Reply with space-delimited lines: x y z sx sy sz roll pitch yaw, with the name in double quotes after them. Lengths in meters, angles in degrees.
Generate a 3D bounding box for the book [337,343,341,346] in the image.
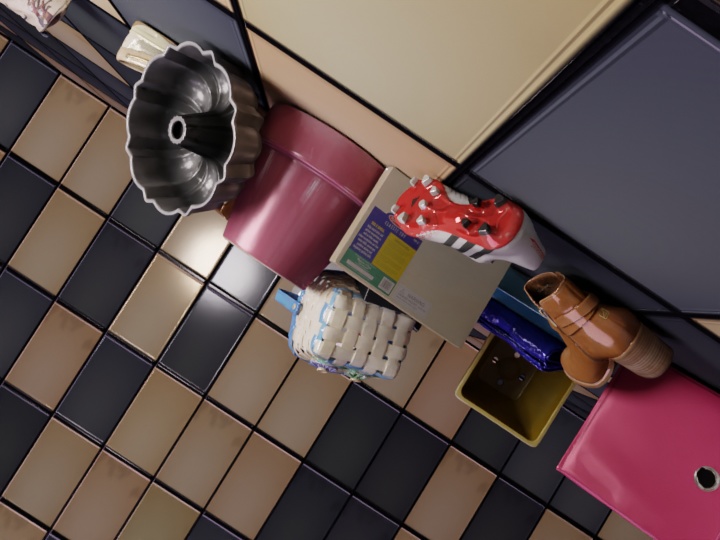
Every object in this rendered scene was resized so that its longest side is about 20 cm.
-0.029 0.037 1.283 0.134 0.200 0.048 45 131 -9 "book"

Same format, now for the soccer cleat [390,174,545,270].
0.104 -0.045 0.730 0.085 0.069 0.199 40 169 -32 "soccer cleat"

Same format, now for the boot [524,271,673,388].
0.252 0.065 0.845 0.154 0.074 0.200 34 162 -5 "boot"

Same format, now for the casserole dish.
0.234 0.041 0.991 0.199 0.039 0.121 34 177 7 "casserole dish"

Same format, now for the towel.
0.234 0.083 1.097 0.200 0.050 0.147 40 -164 34 "towel"

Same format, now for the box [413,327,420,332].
0.081 0.040 1.723 0.195 0.125 0.200 31 177 11 "box"

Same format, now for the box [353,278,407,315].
0.062 -0.006 0.989 0.140 0.080 0.200 16 -165 -14 "box"

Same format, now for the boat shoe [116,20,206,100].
-0.231 -0.251 0.949 0.199 0.065 0.072 33 177 3 "boat shoe"

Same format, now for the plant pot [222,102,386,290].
-0.078 -0.084 0.926 0.199 0.180 0.200 33 178 1 "plant pot"

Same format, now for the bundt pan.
-0.193 -0.166 0.865 0.201 0.204 0.075 31 -160 32 "bundt pan"

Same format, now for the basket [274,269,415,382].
-0.025 0.074 1.009 0.174 0.141 0.200 19 -175 -18 "basket"

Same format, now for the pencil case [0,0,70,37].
-0.520 -0.428 1.028 0.199 0.079 0.089 34 157 -29 "pencil case"

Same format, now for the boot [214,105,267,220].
-0.148 -0.135 1.048 0.076 0.156 0.200 29 176 36 "boot"

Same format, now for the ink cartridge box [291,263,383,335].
0.000 0.000 1.151 0.144 0.201 0.088 32 -175 -12 "ink cartridge box"

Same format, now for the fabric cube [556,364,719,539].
0.408 0.248 0.949 0.198 0.197 0.200 33 178 31 "fabric cube"

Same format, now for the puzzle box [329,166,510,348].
0.077 -0.014 0.864 0.199 0.134 0.025 35 175 -18 "puzzle box"

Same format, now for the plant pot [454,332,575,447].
0.323 0.219 1.518 0.194 0.195 0.200 32 -178 4 "plant pot"
